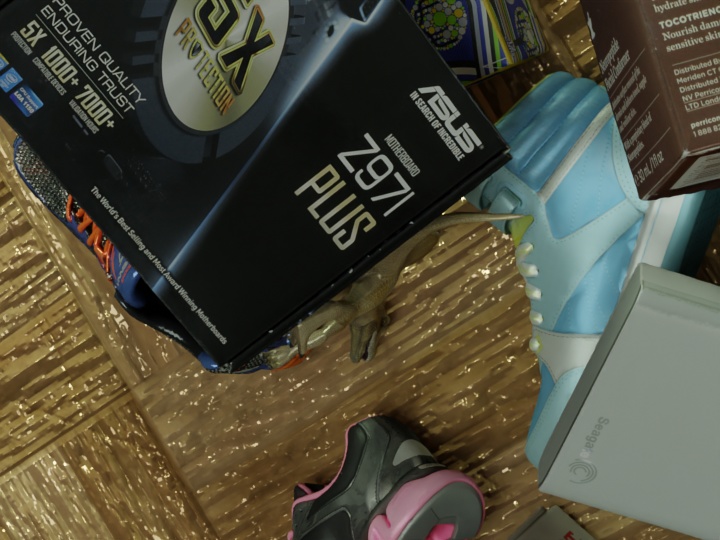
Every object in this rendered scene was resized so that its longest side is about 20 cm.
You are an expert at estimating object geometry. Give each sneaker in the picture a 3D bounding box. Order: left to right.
[{"bbox_3d":[-0.111,-0.017,1.078,0.200,0.078,0.075,37,115,13],"label":"sneaker"},{"bbox_3d":[-0.011,0.162,1.090,0.095,0.079,0.200,48,120,33],"label":"sneaker"},{"bbox_3d":[0.093,-0.003,0.984,0.130,0.079,0.201,25,103,17],"label":"sneaker"}]

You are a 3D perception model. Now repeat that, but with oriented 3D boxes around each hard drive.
[{"bbox_3d":[0.197,0.078,0.918,0.199,0.026,0.132,17,128,-6],"label":"hard drive"}]

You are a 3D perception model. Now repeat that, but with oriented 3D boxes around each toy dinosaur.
[{"bbox_3d":[0.000,0.000,0.983,0.058,0.101,0.200,63,156,11],"label":"toy dinosaur"}]

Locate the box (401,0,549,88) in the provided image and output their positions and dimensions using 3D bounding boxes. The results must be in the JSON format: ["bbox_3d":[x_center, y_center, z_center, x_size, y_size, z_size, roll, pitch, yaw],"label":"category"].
[{"bbox_3d":[0.019,-0.183,0.976,0.064,0.070,0.201,-22,93,24],"label":"box"}]

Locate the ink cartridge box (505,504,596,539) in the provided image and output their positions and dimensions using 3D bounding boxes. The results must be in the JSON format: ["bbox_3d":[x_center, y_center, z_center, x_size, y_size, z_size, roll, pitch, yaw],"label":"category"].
[{"bbox_3d":[0.122,0.229,0.988,0.200,0.146,0.084,41,119,13],"label":"ink cartridge box"}]

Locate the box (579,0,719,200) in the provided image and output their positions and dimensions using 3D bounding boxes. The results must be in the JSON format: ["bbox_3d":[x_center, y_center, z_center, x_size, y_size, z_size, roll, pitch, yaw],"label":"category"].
[{"bbox_3d":[0.135,-0.141,0.880,0.075,0.100,0.201,-14,81,-5],"label":"box"}]

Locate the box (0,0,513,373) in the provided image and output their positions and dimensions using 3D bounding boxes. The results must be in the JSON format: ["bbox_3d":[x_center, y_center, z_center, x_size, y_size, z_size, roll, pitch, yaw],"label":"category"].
[{"bbox_3d":[-0.059,-0.085,0.881,0.164,0.086,0.200,-37,114,3],"label":"box"}]
